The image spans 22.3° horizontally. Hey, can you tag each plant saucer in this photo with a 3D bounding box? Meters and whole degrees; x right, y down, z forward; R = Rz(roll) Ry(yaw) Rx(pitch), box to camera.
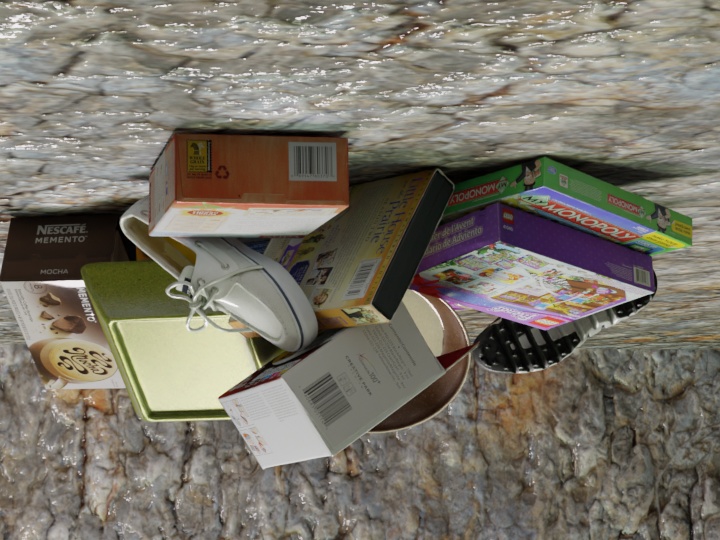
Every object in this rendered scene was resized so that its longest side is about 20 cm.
[{"bbox_3d":[-0.155,0.078,1.745,0.199,0.048,0.200,-3,131,15],"label":"plant saucer"},{"bbox_3d":[0.011,0.076,1.839,0.200,0.201,0.037,-1,-145,1],"label":"plant saucer"}]

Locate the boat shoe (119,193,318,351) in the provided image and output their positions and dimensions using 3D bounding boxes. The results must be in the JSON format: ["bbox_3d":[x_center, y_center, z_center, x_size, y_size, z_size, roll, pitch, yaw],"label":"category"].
[{"bbox_3d":[-0.130,0.008,1.549,0.086,0.202,0.075,-33,158,-39],"label":"boat shoe"}]

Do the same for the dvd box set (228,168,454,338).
[{"bbox_3d":[-0.019,-0.013,1.593,0.029,0.147,0.200,42,149,-29],"label":"dvd box set"}]

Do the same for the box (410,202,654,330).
[{"bbox_3d":[0.145,-0.001,1.622,0.200,0.039,0.137,17,153,-38],"label":"box"}]

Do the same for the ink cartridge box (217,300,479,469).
[{"bbox_3d":[-0.013,0.091,1.633,0.175,0.084,0.200,-34,-176,-23],"label":"ink cartridge box"}]

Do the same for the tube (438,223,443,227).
[{"bbox_3d":[0.000,0.000,1.648,0.200,0.052,0.058,-34,166,-10],"label":"tube"}]

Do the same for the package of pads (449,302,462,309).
[{"bbox_3d":[0.145,-0.001,2.025,0.120,0.076,0.200,8,169,-42],"label":"package of pads"}]

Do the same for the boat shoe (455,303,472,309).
[{"bbox_3d":[0.176,-0.008,1.749,0.199,0.074,0.066,-25,-171,14],"label":"boat shoe"}]

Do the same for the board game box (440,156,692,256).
[{"bbox_3d":[0.178,-0.046,1.603,0.200,0.029,0.134,18,158,-39],"label":"board game box"}]

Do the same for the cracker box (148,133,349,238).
[{"bbox_3d":[-0.093,-0.065,1.452,0.133,0.058,0.200,1,173,-13],"label":"cracker box"}]

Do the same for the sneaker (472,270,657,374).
[{"bbox_3d":[0.196,0.048,1.815,0.200,0.067,0.090,-27,-175,-13],"label":"sneaker"}]

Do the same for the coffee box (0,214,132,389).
[{"bbox_3d":[-0.284,0.035,1.848,0.113,0.080,0.200,-1,144,5],"label":"coffee box"}]

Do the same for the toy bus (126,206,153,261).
[{"bbox_3d":[-0.177,-0.016,1.792,0.065,0.079,0.200,-2,174,7],"label":"toy bus"}]

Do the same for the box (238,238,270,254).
[{"bbox_3d":[-0.055,0.053,1.769,0.136,0.200,0.040,-7,-145,19],"label":"box"}]

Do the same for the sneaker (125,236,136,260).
[{"bbox_3d":[-0.258,-0.005,1.944,0.199,0.074,0.082,6,177,2],"label":"sneaker"}]
